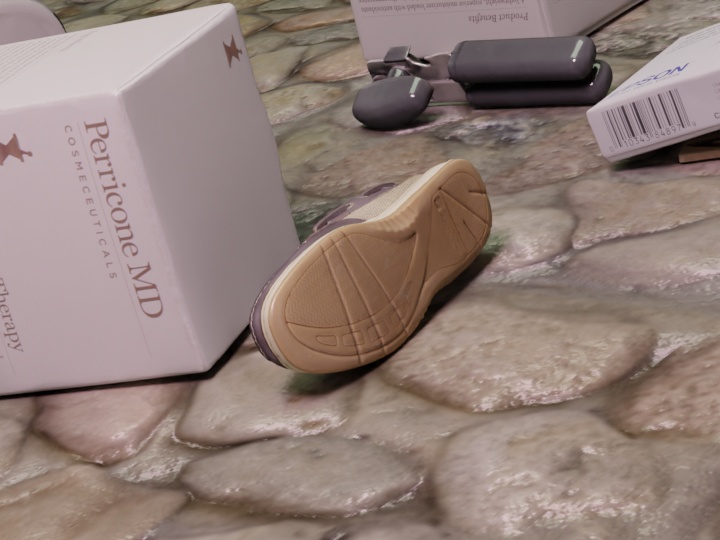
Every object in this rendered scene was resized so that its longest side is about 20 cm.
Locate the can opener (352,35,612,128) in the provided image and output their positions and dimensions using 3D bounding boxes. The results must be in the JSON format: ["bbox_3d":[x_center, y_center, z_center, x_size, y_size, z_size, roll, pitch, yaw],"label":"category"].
[{"bbox_3d":[0.082,-0.127,1.339,0.199,0.053,0.067,3,58,40],"label":"can opener"}]

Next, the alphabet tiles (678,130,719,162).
[{"bbox_3d":[0.269,-0.113,1.203,0.166,0.008,0.200,-6,21,23],"label":"alphabet tiles"}]

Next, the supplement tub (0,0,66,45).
[{"bbox_3d":[-0.357,-0.193,1.706,0.122,0.124,0.199,-27,23,-31],"label":"supplement tub"}]

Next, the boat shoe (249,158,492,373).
[{"bbox_3d":[0.000,0.000,1.014,0.064,0.072,0.200,-14,19,41],"label":"boat shoe"}]

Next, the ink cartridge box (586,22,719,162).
[{"bbox_3d":[0.266,-0.143,1.156,0.198,0.041,0.200,-17,14,40],"label":"ink cartridge box"}]

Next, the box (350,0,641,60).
[{"bbox_3d":[0.119,-0.265,1.536,0.198,0.132,0.200,3,26,41],"label":"box"}]

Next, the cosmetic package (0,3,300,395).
[{"bbox_3d":[-0.166,-0.040,1.087,0.198,0.169,0.166,-7,20,23],"label":"cosmetic package"}]
